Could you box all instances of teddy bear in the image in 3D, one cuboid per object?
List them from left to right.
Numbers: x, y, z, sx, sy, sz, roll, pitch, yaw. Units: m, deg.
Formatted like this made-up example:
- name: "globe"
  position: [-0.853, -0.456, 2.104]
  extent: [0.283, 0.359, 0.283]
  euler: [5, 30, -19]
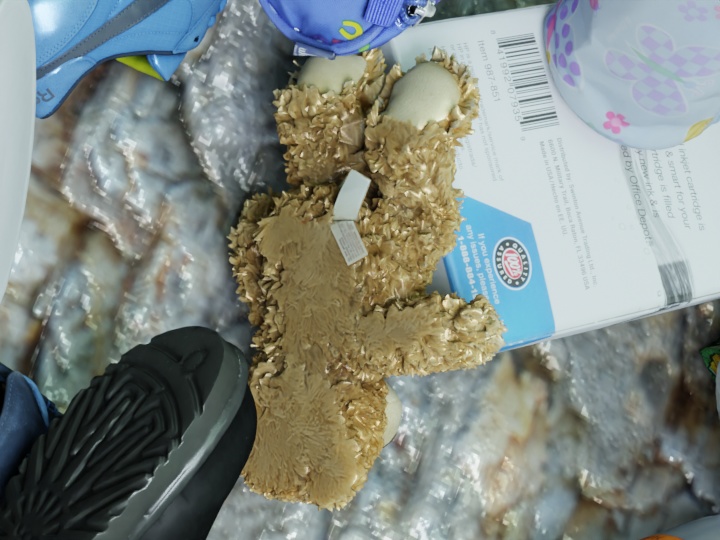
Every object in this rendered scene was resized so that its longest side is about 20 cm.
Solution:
- name: "teddy bear"
  position: [0.000, 0.000, 1.000]
  extent: [0.067, 0.144, 0.201]
  euler: [7, 78, -58]

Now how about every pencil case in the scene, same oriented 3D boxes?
- name: "pencil case"
  position: [0.024, -0.154, 1.029]
  extent: [0.087, 0.078, 0.200]
  euler: [39, 32, 7]
- name: "pencil case"
  position: [0.155, -0.125, 0.979]
  extent: [0.090, 0.200, 0.083]
  euler: [22, 59, -16]

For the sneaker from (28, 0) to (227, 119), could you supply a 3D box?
- name: "sneaker"
  position: [-0.080, -0.133, 1.026]
  extent: [0.200, 0.066, 0.079]
  euler: [-34, 111, -30]

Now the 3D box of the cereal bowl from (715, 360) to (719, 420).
- name: "cereal bowl"
  position: [0.226, 0.102, 1.059]
  extent: [0.083, 0.200, 0.200]
  euler: [-37, 100, -7]

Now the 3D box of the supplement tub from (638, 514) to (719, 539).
- name: "supplement tub"
  position: [0.103, 0.188, 1.028]
  extent: [0.199, 0.122, 0.123]
  euler: [-15, 88, -31]

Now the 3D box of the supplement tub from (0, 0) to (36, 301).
- name: "supplement tub"
  position: [-0.224, -0.050, 0.838]
  extent: [0.199, 0.144, 0.145]
  euler: [7, 75, 2]

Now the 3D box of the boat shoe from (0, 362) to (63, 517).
- name: "boat shoe"
  position: [-0.157, 0.072, 0.934]
  extent: [0.200, 0.069, 0.084]
  euler: [34, 66, -20]

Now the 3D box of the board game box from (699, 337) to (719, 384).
- name: "board game box"
  position: [0.253, 0.104, 1.188]
  extent: [0.105, 0.023, 0.201]
  euler: [-31, 96, -32]

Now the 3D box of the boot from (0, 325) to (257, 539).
- name: "boot"
  position: [-0.073, 0.137, 0.922]
  extent: [0.158, 0.079, 0.211]
  euler: [34, 94, -36]

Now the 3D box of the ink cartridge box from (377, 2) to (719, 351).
- name: "ink cartridge box"
  position: [0.094, -0.044, 1.089]
  extent: [0.199, 0.084, 0.146]
  euler: [-12, 84, -30]
